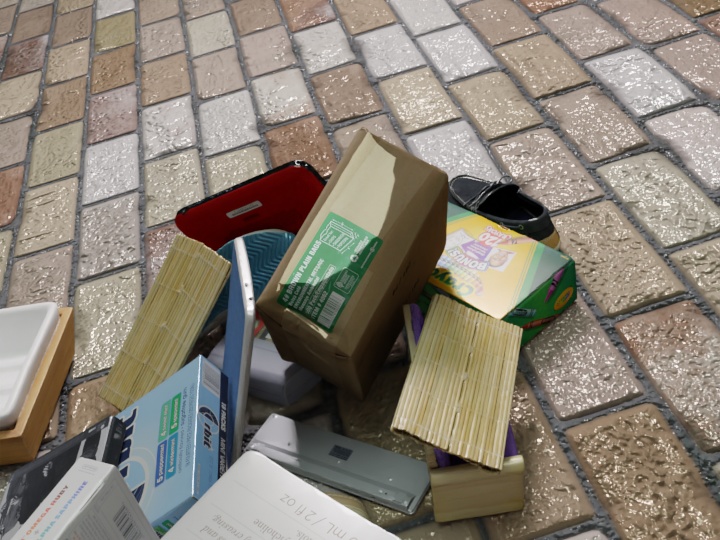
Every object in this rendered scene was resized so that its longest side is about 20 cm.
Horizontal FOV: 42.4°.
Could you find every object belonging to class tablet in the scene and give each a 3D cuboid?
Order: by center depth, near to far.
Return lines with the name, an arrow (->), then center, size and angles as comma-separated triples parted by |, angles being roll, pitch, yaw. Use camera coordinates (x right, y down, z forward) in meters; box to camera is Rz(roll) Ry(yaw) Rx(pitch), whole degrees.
tablet -> -0.119, 0.086, 0.894 | 0.013, 0.203, 0.131 | 1, 34, -14

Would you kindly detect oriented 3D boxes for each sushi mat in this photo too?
sushi mat -> 0.090, 0.093, 0.813 | 0.094, 0.012, 0.201 | 24, 35, 1
sushi mat -> -0.209, 0.065, 0.992 | 0.095, 0.012, 0.203 | 27, 90, 39

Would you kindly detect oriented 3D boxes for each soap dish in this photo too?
soap dish -> -0.410, 0.131, 1.033 | 0.154, 0.082, 0.202 | -9, 37, 9

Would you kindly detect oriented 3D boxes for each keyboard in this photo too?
keyboard -> -0.022, 0.182, 0.889 | 0.197, 0.011, 0.056 | 12, 39, 31

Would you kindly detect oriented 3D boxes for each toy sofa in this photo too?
toy sofa -> 0.091, 0.118, 0.849 | 0.081, 0.099, 0.202 | -7, 37, 0

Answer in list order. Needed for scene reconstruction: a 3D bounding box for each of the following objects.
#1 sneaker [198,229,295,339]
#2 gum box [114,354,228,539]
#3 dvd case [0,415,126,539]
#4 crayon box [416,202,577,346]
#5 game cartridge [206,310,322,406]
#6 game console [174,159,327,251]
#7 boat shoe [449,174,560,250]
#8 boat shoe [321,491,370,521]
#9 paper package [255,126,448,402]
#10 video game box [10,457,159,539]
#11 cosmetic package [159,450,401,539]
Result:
sneaker -> -0.149, 0.012, 1.052 | 0.198, 0.077, 0.081 | -31, 8, 16
gum box -> -0.207, 0.195, 0.843 | 0.199, 0.045, 0.171 | -35, 33, 18
dvd case -> -0.280, 0.239, 0.814 | 0.149, 0.025, 0.202 | -29, 37, 24
crayon box -> 0.124, 0.005, 1.019 | 0.118, 0.059, 0.199 | -36, 41, -24
game cartridge -> -0.068, 0.061, 1.038 | 0.131, 0.041, 0.201 | 13, 45, 27
game console -> -0.085, -0.075, 1.082 | 0.197, 0.172, 0.120 | -18, 43, 31
boat shoe -> 0.165, -0.078, 1.109 | 0.074, 0.063, 0.200 | -28, 37, -14
boat shoe -> -0.082, 0.210, 0.823 | 0.196, 0.073, 0.066 | -8, 38, 20
paper package -> 0.000, 0.000, 0.896 | 0.102, 0.191, 0.202 | 26, 73, 13
video game box -> -0.207, 0.274, 0.676 | 0.046, 0.203, 0.183 | 4, 39, 29
cosmetic package -> -0.068, 0.277, 0.650 | 0.166, 0.168, 0.200 | 20, 50, 38
